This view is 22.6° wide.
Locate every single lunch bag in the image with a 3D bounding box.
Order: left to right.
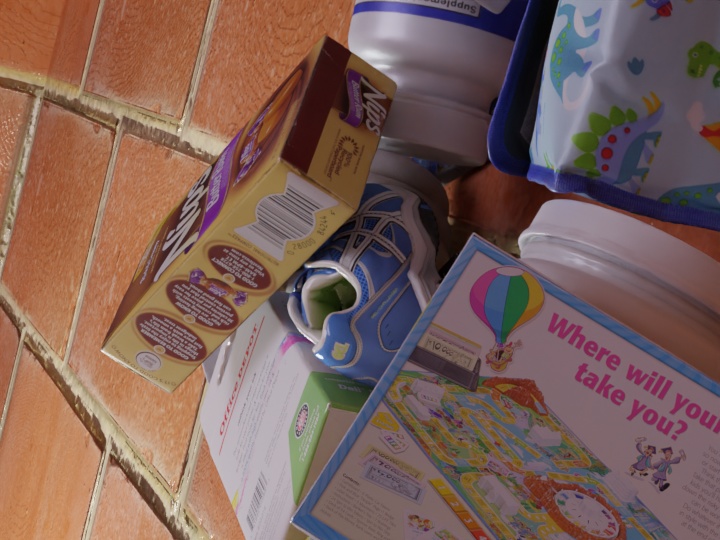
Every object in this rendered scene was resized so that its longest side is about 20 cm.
[{"bbox_3d":[0.141,-0.112,0.861,0.200,0.127,0.170,-100,26,-83],"label":"lunch bag"}]

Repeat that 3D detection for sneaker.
[{"bbox_3d":[0.000,0.000,1.008,0.200,0.077,0.076,-115,44,-61],"label":"sneaker"}]

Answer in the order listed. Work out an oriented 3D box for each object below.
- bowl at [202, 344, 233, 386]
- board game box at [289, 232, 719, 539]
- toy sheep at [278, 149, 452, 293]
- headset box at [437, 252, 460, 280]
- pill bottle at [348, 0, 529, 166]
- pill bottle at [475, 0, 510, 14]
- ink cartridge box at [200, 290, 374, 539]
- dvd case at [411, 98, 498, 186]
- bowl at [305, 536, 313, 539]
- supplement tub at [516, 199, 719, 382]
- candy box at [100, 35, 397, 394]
[{"bbox_3d":[-0.057,0.009,1.379,0.200,0.075,0.200,-119,46,-62],"label":"bowl"},{"bbox_3d":[0.093,0.095,0.696,0.135,0.200,0.034,-57,-9,-9],"label":"board game box"},{"bbox_3d":[-0.005,-0.016,1.168,0.138,0.138,0.200,-38,35,61],"label":"toy sheep"},{"bbox_3d":[0.045,0.106,1.042,0.200,0.077,0.149,132,145,-51],"label":"headset box"},{"bbox_3d":[0.055,-0.167,1.072,0.112,0.112,0.200,-174,96,-70],"label":"pill bottle"},{"bbox_3d":[0.104,-0.239,0.955,0.200,0.111,0.111,-51,26,12],"label":"pill bottle"},{"bbox_3d":[-0.031,0.088,1.046,0.200,0.067,0.117,-125,50,-62],"label":"ink cartridge box"},{"bbox_3d":[0.084,-0.139,1.169,0.200,0.018,0.143,151,129,-66],"label":"dvd case"},{"bbox_3d":[0.046,0.217,0.893,0.108,0.200,0.200,60,-158,-51],"label":"bowl"},{"bbox_3d":[0.086,0.085,0.790,0.200,0.145,0.145,-61,18,-10],"label":"supplement tub"},{"bbox_3d":[-0.066,-0.029,1.035,0.200,0.056,0.117,-45,18,39],"label":"candy box"}]
